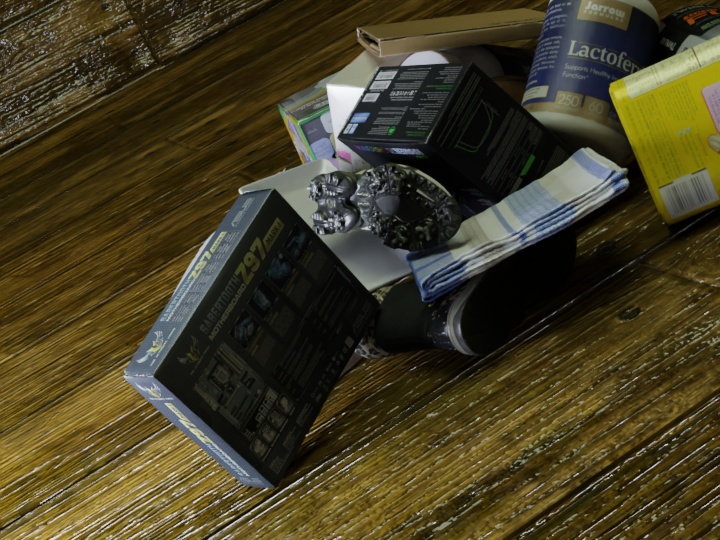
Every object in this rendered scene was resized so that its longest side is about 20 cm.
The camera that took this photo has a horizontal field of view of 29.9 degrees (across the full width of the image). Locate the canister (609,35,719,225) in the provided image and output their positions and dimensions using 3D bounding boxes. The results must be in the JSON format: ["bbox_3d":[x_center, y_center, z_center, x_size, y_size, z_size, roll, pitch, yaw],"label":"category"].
[{"bbox_3d":[0.337,-0.141,1.195,0.199,0.149,0.087,-23,-6,14],"label":"canister"}]

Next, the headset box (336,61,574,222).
[{"bbox_3d":[0.108,-0.109,1.328,0.174,0.200,0.093,13,70,59],"label":"headset box"}]

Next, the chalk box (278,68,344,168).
[{"bbox_3d":[-0.014,-0.172,1.736,0.124,0.124,0.200,-26,21,-4],"label":"chalk box"}]

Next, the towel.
[{"bbox_3d":[0.130,-0.045,1.167,0.199,0.024,0.147,-30,13,4],"label":"towel"}]

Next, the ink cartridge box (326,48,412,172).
[{"bbox_3d":[0.028,-0.140,1.530,0.067,0.201,0.117,9,35,26],"label":"ink cartridge box"}]

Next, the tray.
[{"bbox_3d":[-0.026,-0.038,1.320,0.107,0.022,0.200,-21,45,-27],"label":"tray"}]

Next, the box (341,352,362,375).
[{"bbox_3d":[-0.056,0.097,1.243,0.200,0.042,0.039,-40,24,-31],"label":"box"}]

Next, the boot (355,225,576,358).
[{"bbox_3d":[0.093,0.012,1.227,0.153,0.074,0.203,-10,24,44],"label":"boot"}]

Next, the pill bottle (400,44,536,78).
[{"bbox_3d":[0.131,-0.192,1.503,0.119,0.121,0.199,-8,-2,40],"label":"pill bottle"}]

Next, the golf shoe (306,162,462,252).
[{"bbox_3d":[0.038,-0.065,1.242,0.094,0.078,0.199,-8,14,-37],"label":"golf shoe"}]

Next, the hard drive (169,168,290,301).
[{"bbox_3d":[-0.140,-0.011,1.435,0.200,0.038,0.140,-35,24,50],"label":"hard drive"}]

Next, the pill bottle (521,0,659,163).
[{"bbox_3d":[0.232,-0.215,1.343,0.115,0.115,0.201,2,74,53],"label":"pill bottle"}]

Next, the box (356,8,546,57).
[{"bbox_3d":[0.104,-0.260,1.464,0.198,0.021,0.164,-8,15,-6],"label":"box"}]

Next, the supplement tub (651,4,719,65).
[{"bbox_3d":[0.353,-0.197,1.347,0.122,0.123,0.200,-26,20,0],"label":"supplement tub"}]

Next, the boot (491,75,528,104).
[{"bbox_3d":[0.196,-0.162,1.428,0.199,0.074,0.075,4,12,-32],"label":"boot"}]

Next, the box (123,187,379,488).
[{"bbox_3d":[-0.086,0.056,1.135,0.051,0.158,0.201,-4,48,47],"label":"box"}]
